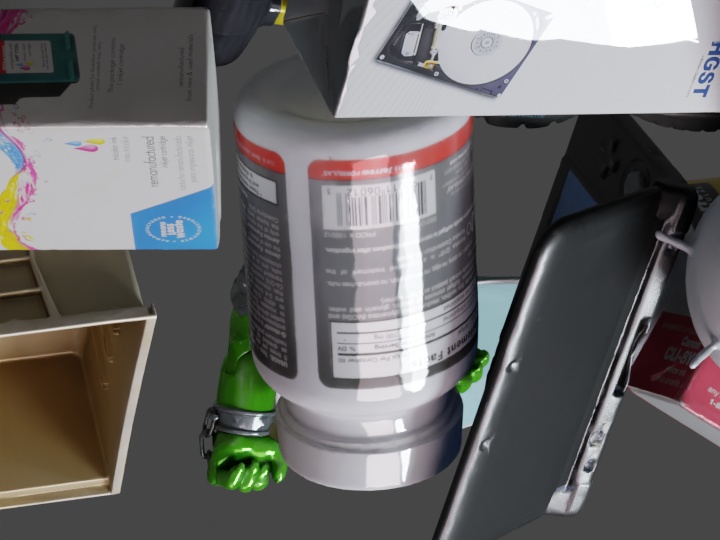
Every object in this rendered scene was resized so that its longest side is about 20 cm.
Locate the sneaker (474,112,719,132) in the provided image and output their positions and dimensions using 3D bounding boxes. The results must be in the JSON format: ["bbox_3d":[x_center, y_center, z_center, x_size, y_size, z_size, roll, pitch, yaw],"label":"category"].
[{"bbox_3d":[0.146,-0.114,1.352,0.200,0.073,0.082,-8,151,-15],"label":"sneaker"}]

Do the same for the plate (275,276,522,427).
[{"bbox_3d":[0.044,0.047,1.652,0.200,0.026,0.200,-11,152,-6],"label":"plate"}]

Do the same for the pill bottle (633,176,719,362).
[{"bbox_3d":[0.204,0.003,1.554,0.200,0.112,0.112,-6,151,-16],"label":"pill bottle"}]

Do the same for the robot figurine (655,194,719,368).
[{"bbox_3d":[0.247,0.002,1.362,0.200,0.170,0.113,-7,148,-15],"label":"robot figurine"}]

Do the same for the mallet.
[{"bbox_3d":[0.007,-0.107,1.291,0.200,0.041,0.066,15,146,-21],"label":"mallet"}]

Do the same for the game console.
[{"bbox_3d":[0.084,0.026,1.416,0.116,0.176,0.200,6,118,-24],"label":"game console"}]

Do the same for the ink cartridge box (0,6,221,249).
[{"bbox_3d":[-0.166,-0.063,1.262,0.200,0.067,0.116,-1,151,0],"label":"ink cartridge box"}]

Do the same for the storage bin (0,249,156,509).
[{"bbox_3d":[-0.223,0.047,1.445,0.198,0.094,0.200,-7,152,-15],"label":"storage bin"}]

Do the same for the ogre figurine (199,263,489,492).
[{"bbox_3d":[-0.007,0.036,1.490,0.200,0.098,0.120,-12,110,-23],"label":"ogre figurine"}]

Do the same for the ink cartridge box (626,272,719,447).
[{"bbox_3d":[0.257,0.014,1.468,0.145,0.200,0.083,31,175,-15],"label":"ink cartridge box"}]

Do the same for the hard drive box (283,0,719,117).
[{"bbox_3d":[0.084,-0.151,1.206,0.200,0.077,0.156,-3,131,-23],"label":"hard drive box"}]

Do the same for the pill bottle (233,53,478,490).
[{"bbox_3d":[0.000,0.000,1.357,0.116,0.116,0.200,-9,118,-12],"label":"pill bottle"}]
